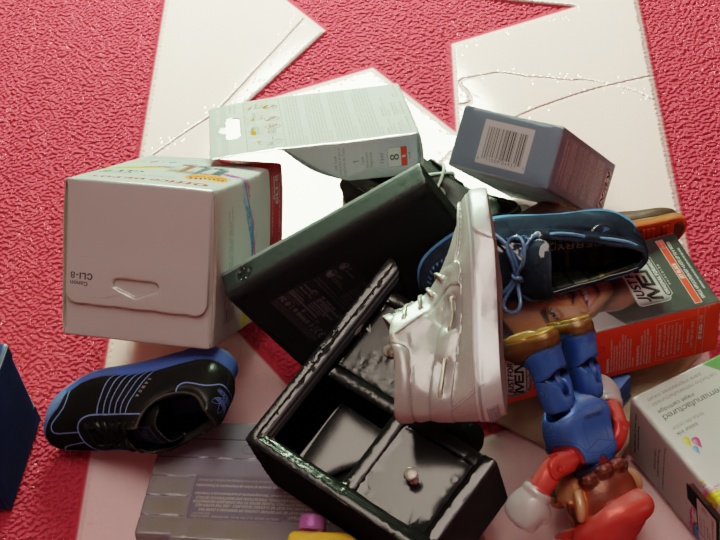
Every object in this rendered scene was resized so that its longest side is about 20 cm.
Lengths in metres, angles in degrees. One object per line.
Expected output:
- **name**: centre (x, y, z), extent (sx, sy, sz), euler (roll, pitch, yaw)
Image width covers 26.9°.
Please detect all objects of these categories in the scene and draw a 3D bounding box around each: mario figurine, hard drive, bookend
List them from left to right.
- **hard drive**: centre (0.000, 0.000, 1.315), extent (0.200, 0.140, 0.033), euler (-28, 49, 13)
- **bookend**: centre (0.049, 0.129, 1.230), extent (0.200, 0.092, 0.199), euler (30, 70, 28)
- **mario figurine**: centre (0.165, 0.144, 1.228), extent (0.123, 0.106, 0.201), euler (-15, 89, 0)

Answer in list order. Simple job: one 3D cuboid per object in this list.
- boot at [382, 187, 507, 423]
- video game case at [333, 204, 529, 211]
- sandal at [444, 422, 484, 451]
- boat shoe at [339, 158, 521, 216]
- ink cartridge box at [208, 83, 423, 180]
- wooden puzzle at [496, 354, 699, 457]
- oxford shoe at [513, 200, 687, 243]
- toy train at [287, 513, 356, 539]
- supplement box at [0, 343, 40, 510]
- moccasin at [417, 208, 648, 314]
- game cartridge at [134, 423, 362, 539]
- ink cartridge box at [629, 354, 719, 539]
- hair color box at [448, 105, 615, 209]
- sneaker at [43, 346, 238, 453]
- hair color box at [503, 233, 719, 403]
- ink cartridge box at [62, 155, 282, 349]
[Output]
- **boot**: centre (0.063, 0.026, 1.192), extent (0.095, 0.074, 0.201), euler (-5, 60, 9)
- **video game case**: centre (0.063, -0.023, 1.470), extent (0.199, 0.018, 0.143), euler (-1, 30, 8)
- **sandal**: centre (0.033, 0.105, 1.338), extent (0.075, 0.045, 0.200), euler (-24, 36, -34)
- **boat shoe**: centre (0.066, -0.074, 1.476), extent (0.200, 0.068, 0.072), euler (15, 33, 29)
- **ink cartridge box**: centre (-0.047, -0.128, 1.477), extent (0.199, 0.050, 0.162), euler (-9, 24, -2)
- **wooden puzzle**: centre (0.197, 0.068, 1.365), extent (0.185, 0.046, 0.200), euler (24, 55, 29)
- **oxford shoe**: centre (0.197, -0.038, 1.376), extent (0.199, 0.071, 0.073), euler (-10, 55, -3)
- **toy train**: centre (-0.034, 0.283, 1.197), extent (0.200, 0.056, 0.150), euler (26, 69, 25)
- **supplement box**: centre (-0.409, 0.140, 1.356), extent (0.199, 0.109, 0.110), euler (0, 47, 9)
- **moccasin**: centre (0.148, -0.012, 1.275), extent (0.199, 0.081, 0.068), euler (-16, 29, -9)
- **game cartridge**: centre (-0.086, 0.192, 1.305), extent (0.199, 0.038, 0.130), euler (1, 50, 11)
- **ink cartridge box**: centre (0.333, 0.165, 1.221), extent (0.144, 0.084, 0.200), euler (-24, 48, -13)
- **hair color box**: centre (0.167, -0.101, 1.433), extent (0.099, 0.200, 0.061), euler (16, 90, 23)
- **sneaker**: centre (-0.201, 0.128, 1.325), extent (0.200, 0.070, 0.078), euler (-22, 31, 21)
- **hair color box**: centre (0.201, 0.041, 1.319), extent (0.199, 0.061, 0.102), euler (-14, 42, -8)
- **ink cartridge box**: centre (-0.169, -0.023, 1.389), extent (0.145, 0.145, 0.200), euler (5, 12, 13)
